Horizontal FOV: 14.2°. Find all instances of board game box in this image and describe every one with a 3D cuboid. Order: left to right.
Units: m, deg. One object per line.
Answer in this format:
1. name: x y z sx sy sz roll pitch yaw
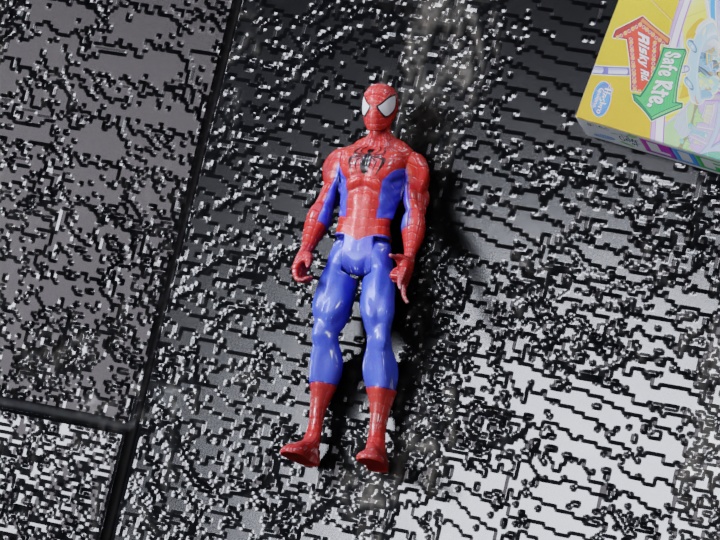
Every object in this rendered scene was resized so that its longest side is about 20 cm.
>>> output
1. board game box: 0.207 -0.147 1.471 0.134 0.034 0.200 17 81 19

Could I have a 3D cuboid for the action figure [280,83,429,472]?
1. action figure: 0.000 0.000 1.488 0.065 0.052 0.200 2 74 20
